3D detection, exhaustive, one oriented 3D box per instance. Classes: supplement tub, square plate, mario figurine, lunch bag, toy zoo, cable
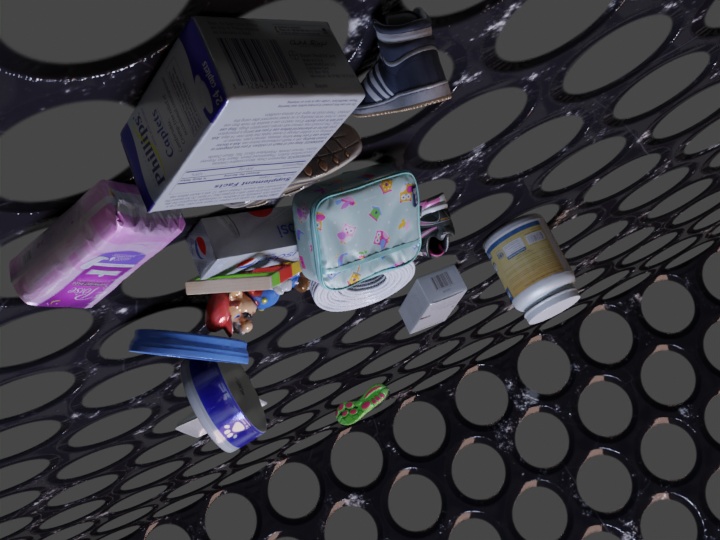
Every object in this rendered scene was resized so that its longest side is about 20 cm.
[{"bbox_3d":[0.365,-0.003,2.077,0.144,0.201,0.145,-23,163,-8],"label":"supplement tub"},{"bbox_3d":[-0.336,0.342,2.368,0.199,0.029,0.198,-26,163,-1],"label":"square plate"},{"bbox_3d":[-0.165,0.057,1.632,0.199,0.106,0.124,-27,130,-23],"label":"mario figurine"},{"bbox_3d":[0.002,-0.063,1.437,0.199,0.162,0.077,-19,-156,-29],"label":"lunch bag"},{"bbox_3d":[-0.166,0.005,1.474,0.130,0.021,0.200,-4,-172,14],"label":"toy zoo"},{"bbox_3d":[0.000,0.000,1.731,0.198,0.070,0.200,-7,154,-20],"label":"cable"}]

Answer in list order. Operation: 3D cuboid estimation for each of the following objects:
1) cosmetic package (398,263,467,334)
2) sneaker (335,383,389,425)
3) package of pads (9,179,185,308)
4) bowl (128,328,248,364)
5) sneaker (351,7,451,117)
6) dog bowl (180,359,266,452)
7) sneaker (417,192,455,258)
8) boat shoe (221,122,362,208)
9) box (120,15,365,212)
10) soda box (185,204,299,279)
[{"bbox_3d":[0.160,0.067,2.208,0.101,0.075,0.200,-20,161,-17],"label":"cosmetic package"},{"bbox_3d":[0.011,0.418,3.020,0.199,0.077,0.084,-31,159,19],"label":"sneaker"},{"bbox_3d":[-0.325,-0.030,1.205,0.199,0.076,0.120,-35,158,26],"label":"package of pads"},{"bbox_3d":[-0.284,0.126,1.633,0.198,0.040,0.201,6,173,1],"label":"bowl"},{"bbox_3d":[0.035,-0.242,1.143,0.070,0.110,0.200,-21,-167,-22],"label":"sneaker"},{"bbox_3d":[-0.263,0.244,1.888,0.078,0.201,0.200,-29,163,4],"label":"dog bowl"},{"bbox_3d":[0.115,-0.054,1.758,0.080,0.087,0.200,-19,162,-17],"label":"sneaker"},{"bbox_3d":[-0.092,-0.136,1.261,0.198,0.075,0.073,-18,174,5],"label":"boat shoe"},{"bbox_3d":[-0.129,-0.164,1.042,0.183,0.106,0.200,-10,156,-43],"label":"box"},{"bbox_3d":[-0.149,-0.046,1.426,0.199,0.069,0.063,-12,160,-39],"label":"soda box"}]
